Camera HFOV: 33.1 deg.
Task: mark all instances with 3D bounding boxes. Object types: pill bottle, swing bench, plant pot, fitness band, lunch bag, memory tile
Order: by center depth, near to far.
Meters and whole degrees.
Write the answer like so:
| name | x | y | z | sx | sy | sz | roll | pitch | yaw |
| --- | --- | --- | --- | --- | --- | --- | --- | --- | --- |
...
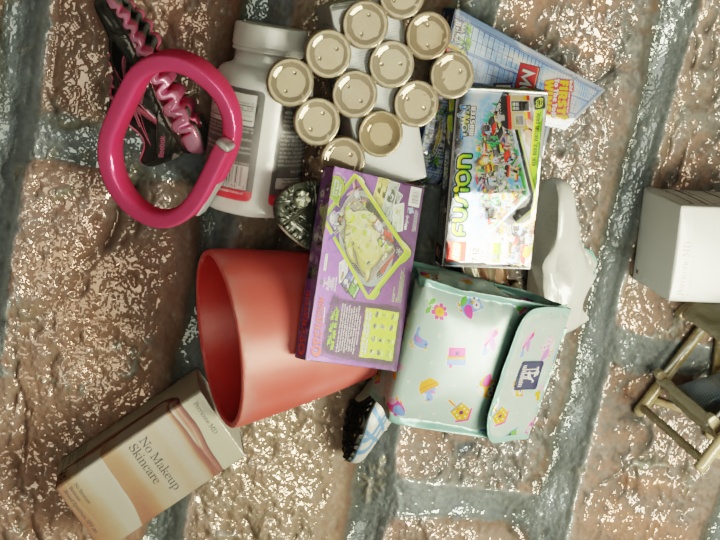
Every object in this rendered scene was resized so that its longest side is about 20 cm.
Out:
| name | x | y | z | sx | sy | sz | roll | pitch | yaw |
| --- | --- | --- | --- | --- | --- | --- | --- | --- | --- |
| fitness band | -0.204 | -0.136 | 1.276 | 0.143 | 0.037 | 0.201 | 38 | 123 | 5 |
| memory tile | 0.012 | -0.202 | 1.278 | 0.199 | 0.017 | 0.154 | -37 | 107 | -1 |
| pill bottle | -0.110 | -0.166 | 1.327 | 0.109 | 0.111 | 0.203 | 7 | 102 | -12 |
| plant pot | -0.078 | 0.062 | 1.357 | 0.175 | 0.200 | 0.204 | -9 | 105 | -20 |
| lunch bag | 0.129 | 0.096 | 1.363 | 0.197 | 0.122 | 0.173 | 14 | 99 | -14 |
| swing bench | 0.453 | 0.131 | 1.460 | 0.128 | 0.199 | 0.203 | 18 | 99 | -14 |

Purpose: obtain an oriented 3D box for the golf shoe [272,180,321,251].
| name | x | y | z | sx | sy | sz | roll | pitch | yaw |
| --- | --- | --- | --- | --- | --- | --- | --- | --- | --- |
| golf shoe | -0.038 | -0.050 | 1.336 | 0.199 | 0.087 | 0.079 | 12 | 82 | -50 |

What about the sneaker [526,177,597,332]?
| name | x | y | z | sx | sy | sz | roll | pitch | yaw |
| --- | --- | --- | --- | --- | --- | --- | --- | --- | --- |
| sneaker | 0.248 | -0.020 | 1.457 | 0.087 | 0.075 | 0.203 | -11 | 117 | -20 |

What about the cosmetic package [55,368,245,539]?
| name | x | y | z | sx | sy | sz | roll | pitch | yaw |
| --- | --- | --- | --- | --- | --- | --- | --- | --- | --- |
| cosmetic package | -0.243 | 0.218 | 1.408 | 0.199 | 0.087 | 0.104 | -35 | 106 | -1 |

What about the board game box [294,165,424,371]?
| name | x | y | z | sx | sy | sz | roll | pitch | yaw |
| --- | --- | --- | --- | --- | --- | --- | --- | --- | --- |
| board game box | 0.000 | 0.000 | 1.283 | 0.119 | 0.032 | 0.203 | 11 | 88 | -37 |

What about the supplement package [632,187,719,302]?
| name | x | y | z | sx | sy | sz | roll | pitch | yaw |
| --- | --- | --- | --- | --- | --- | --- | --- | --- | --- |
| supplement package | 0.446 | -0.029 | 1.462 | 0.197 | 0.117 | 0.119 | 1 | 104 | -11 |

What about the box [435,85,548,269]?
| name | x | y | z | sx | sy | sz | roll | pitch | yaw |
| --- | --- | --- | --- | --- | --- | --- | --- | --- | --- |
| box | 0.147 | -0.104 | 1.367 | 0.108 | 0.035 | 0.203 | 1 | 103 | -11 |

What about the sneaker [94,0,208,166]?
| name | x | y | z | sx | sy | sz | roll | pitch | yaw |
| --- | --- | --- | --- | --- | --- | --- | --- | --- | --- |
| sneaker | -0.247 | -0.203 | 1.320 | 0.094 | 0.079 | 0.202 | -24 | 104 | 14 |

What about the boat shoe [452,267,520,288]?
| name | x | y | z | sx | sy | sz | roll | pitch | yaw |
| --- | --- | --- | --- | --- | --- | --- | --- | --- | --- |
| boat shoe | 0.162 | 0.036 | 1.449 | 0.071 | 0.076 | 0.203 | -20 | 108 | -7 |

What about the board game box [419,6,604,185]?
| name | x | y | z | sx | sy | sz | roll | pitch | yaw |
| --- | --- | --- | --- | --- | --- | --- | --- | --- | --- |
| board game box | 0.172 | -0.182 | 1.403 | 0.197 | 0.062 | 0.203 | 10 | 101 | -12 |

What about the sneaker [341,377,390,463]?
| name | x | y | z | sx | sy | sz | roll | pitch | yaw |
| --- | --- | --- | --- | --- | --- | --- | --- | --- | --- |
| sneaker | 0.038 | 0.148 | 1.455 | 0.072 | 0.072 | 0.202 | 23 | 101 | -22 |

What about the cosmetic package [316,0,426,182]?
| name | x | y | z | sx | sy | sz | roll | pitch | yaw |
| --- | --- | --- | --- | --- | --- | --- | --- | --- | --- |
| cosmetic package | 0.011 | -0.199 | 1.343 | 0.080 | 0.113 | 0.203 | -11 | 103 | -8 |
